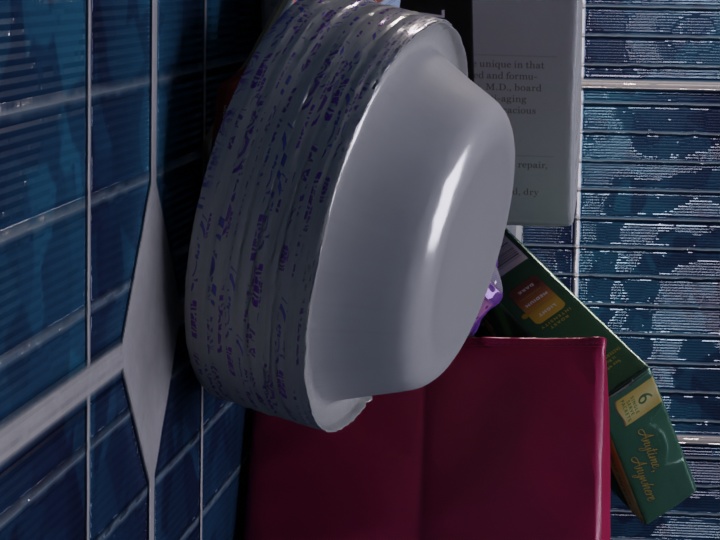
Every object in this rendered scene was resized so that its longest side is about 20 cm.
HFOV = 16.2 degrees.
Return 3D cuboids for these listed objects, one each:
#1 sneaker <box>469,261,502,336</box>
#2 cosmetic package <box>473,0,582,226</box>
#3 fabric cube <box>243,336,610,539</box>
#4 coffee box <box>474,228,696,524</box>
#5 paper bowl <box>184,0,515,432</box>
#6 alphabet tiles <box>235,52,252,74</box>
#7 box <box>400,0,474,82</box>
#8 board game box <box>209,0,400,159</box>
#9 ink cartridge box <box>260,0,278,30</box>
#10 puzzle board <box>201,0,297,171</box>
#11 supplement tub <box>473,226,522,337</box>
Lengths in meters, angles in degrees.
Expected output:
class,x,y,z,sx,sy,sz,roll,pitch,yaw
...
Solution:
class,x,y,z,sx,sy,sz,roll,pitch,yaw
sneaker,0.031,-0.014,1.408,0.081,0.088,0.200,-54,-164,9
cosmetic package,0.070,-0.156,1.738,0.167,0.166,0.200,-78,168,-62
fabric cube,0.043,0.163,1.410,0.196,0.200,0.199,76,16,-64
coffee box,0.127,0.059,1.592,0.200,0.044,0.123,47,-14,46
paper bowl,0.004,-0.023,1.179,0.201,0.104,0.201,16,90,-75
alphabet tiles,-0.023,-0.114,1.326,0.200,0.008,0.167,-57,158,-45
box,0.037,-0.173,1.509,0.200,0.044,0.160,86,-2,-47
board game box,-0.028,-0.070,1.245,0.200,0.019,0.103,-44,145,-60
ink cartridge box,-0.024,-0.154,1.446,0.200,0.044,0.174,-67,156,-74
puzzle board,-0.033,-0.057,1.302,0.200,0.017,0.151,82,28,-54
supplement tub,0.055,0.037,1.857,0.123,0.122,0.200,83,10,-53
